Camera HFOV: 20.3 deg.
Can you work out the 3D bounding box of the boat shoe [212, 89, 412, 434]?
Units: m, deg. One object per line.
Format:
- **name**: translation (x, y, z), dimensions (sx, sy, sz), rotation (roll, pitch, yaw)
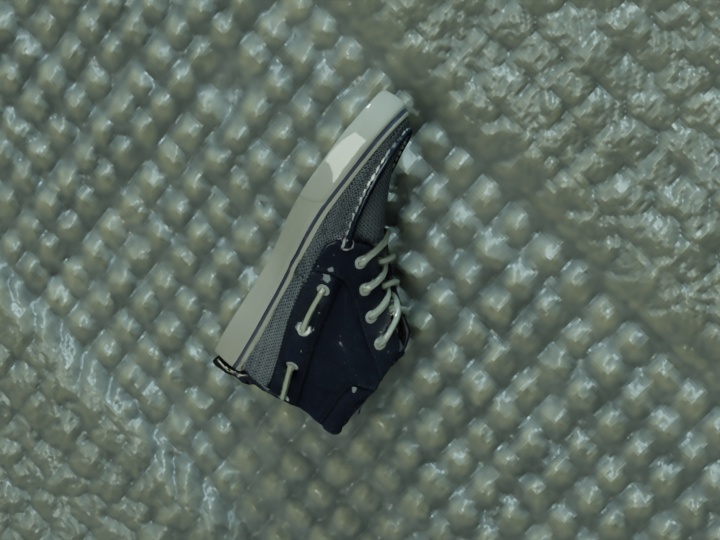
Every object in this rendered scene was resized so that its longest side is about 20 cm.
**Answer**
- **boat shoe**: translation (0.000, 0.000, 1.124), dimensions (0.093, 0.075, 0.200), rotation (35, 123, 6)
